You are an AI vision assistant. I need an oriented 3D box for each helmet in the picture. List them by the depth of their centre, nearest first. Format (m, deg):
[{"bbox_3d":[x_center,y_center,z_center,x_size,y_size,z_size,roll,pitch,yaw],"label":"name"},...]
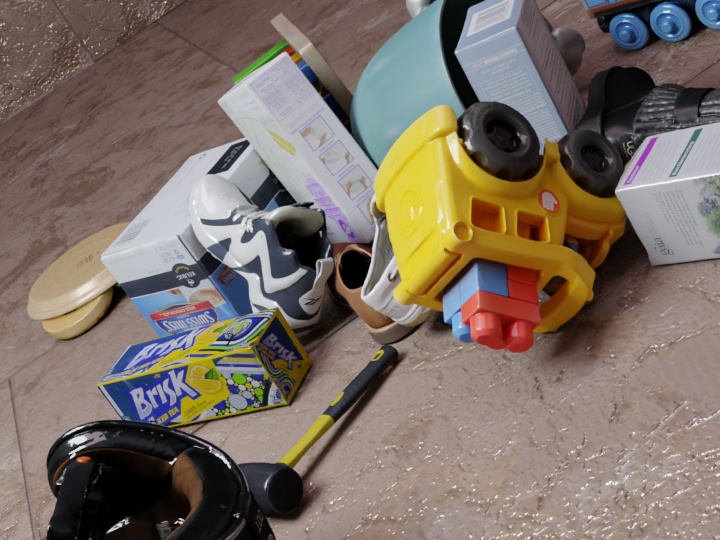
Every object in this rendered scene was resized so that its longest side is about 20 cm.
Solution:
[{"bbox_3d":[-0.154,0.217,0.811,0.200,0.191,0.200,5,29,-3],"label":"helmet"}]

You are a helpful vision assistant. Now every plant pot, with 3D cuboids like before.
[{"bbox_3d":[0.088,-0.162,1.243,0.161,0.201,0.201,-25,23,40],"label":"plant pot"}]

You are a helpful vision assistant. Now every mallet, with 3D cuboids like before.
[{"bbox_3d":[-0.039,0.130,1.031,0.066,0.041,0.200,-12,26,42],"label":"mallet"}]

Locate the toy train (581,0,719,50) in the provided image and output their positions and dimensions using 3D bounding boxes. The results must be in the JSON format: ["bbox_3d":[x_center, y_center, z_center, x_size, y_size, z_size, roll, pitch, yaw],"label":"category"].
[{"bbox_3d":[0.327,-0.308,1.313,0.200,0.114,0.087,-6,36,46],"label":"toy train"}]

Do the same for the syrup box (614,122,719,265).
[{"bbox_3d":[0.302,-0.066,0.929,0.200,0.079,0.081,-8,34,43],"label":"syrup box"}]

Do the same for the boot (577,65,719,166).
[{"bbox_3d":[0.285,-0.141,1.089,0.158,0.079,0.211,-15,22,24],"label":"boot"}]

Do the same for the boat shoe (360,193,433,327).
[{"bbox_3d":[0.043,-0.054,1.084,0.071,0.069,0.200,-23,50,52],"label":"boat shoe"}]

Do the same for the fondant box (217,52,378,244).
[{"bbox_3d":[-0.053,-0.120,1.276,0.058,0.200,0.144,-42,12,-12],"label":"fondant box"}]

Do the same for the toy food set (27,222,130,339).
[{"bbox_3d":[-0.344,0.005,1.610,0.198,0.049,0.200,-40,25,-18],"label":"toy food set"}]

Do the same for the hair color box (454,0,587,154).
[{"bbox_3d":[0.158,-0.138,1.090,0.061,0.200,0.099,-20,27,25],"label":"hair color box"}]

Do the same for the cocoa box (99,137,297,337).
[{"bbox_3d":[-0.156,-0.035,1.355,0.133,0.131,0.200,-13,31,38],"label":"cocoa box"}]

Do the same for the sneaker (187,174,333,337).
[{"bbox_3d":[-0.088,-0.045,1.193,0.079,0.199,0.130,-7,-35,-37],"label":"sneaker"}]

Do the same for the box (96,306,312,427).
[{"bbox_3d":[-0.150,0.098,1.174,0.200,0.070,0.064,-15,27,33],"label":"box"}]

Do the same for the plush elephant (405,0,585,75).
[{"bbox_3d":[0.153,-0.257,1.368,0.155,0.165,0.200,-41,37,47],"label":"plush elephant"}]

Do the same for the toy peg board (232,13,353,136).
[{"bbox_3d":[-0.052,-0.173,1.419,0.098,0.200,0.199,-39,24,3],"label":"toy peg board"}]

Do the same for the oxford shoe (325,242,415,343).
[{"bbox_3d":[0.000,0.000,1.181,0.071,0.071,0.200,-37,23,-6],"label":"oxford shoe"}]

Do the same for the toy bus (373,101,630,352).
[{"bbox_3d":[0.123,-0.015,0.972,0.136,0.200,0.192,129,144,-47],"label":"toy bus"}]
